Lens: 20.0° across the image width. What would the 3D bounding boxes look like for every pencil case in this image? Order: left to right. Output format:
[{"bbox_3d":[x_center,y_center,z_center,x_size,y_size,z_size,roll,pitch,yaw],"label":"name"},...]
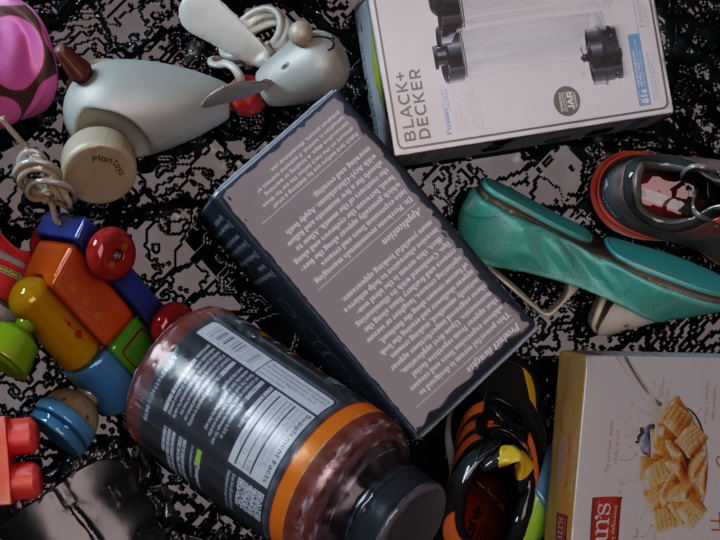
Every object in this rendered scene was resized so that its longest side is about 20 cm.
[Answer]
[{"bbox_3d":[-0.289,-0.118,1.274,0.199,0.090,0.095,-27,123,-44],"label":"pencil case"}]

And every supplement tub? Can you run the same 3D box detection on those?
[{"bbox_3d":[-0.044,0.112,1.260,0.199,0.107,0.107,32,81,28],"label":"supplement tub"}]

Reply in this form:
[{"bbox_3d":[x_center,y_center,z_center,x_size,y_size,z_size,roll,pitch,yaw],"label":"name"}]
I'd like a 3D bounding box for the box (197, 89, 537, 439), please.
[{"bbox_3d":[0.000,0.000,1.323,0.107,0.148,0.200,-41,93,-9],"label":"box"}]

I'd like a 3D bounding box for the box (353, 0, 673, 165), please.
[{"bbox_3d":[0.103,-0.142,1.392,0.198,0.060,0.118,-8,87,-9],"label":"box"}]

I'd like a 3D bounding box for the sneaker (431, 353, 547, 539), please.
[{"bbox_3d":[0.090,0.123,1.296,0.070,0.090,0.201,27,51,-8],"label":"sneaker"}]

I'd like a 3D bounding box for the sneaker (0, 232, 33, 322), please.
[{"bbox_3d":[-0.287,-0.043,1.331,0.200,0.077,0.085,44,61,-5],"label":"sneaker"}]

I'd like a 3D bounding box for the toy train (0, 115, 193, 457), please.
[{"bbox_3d":[-0.200,0.015,1.277,0.116,0.084,0.200,-54,125,-23],"label":"toy train"}]

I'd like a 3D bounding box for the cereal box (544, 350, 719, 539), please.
[{"bbox_3d":[0.218,0.127,1.368,0.198,0.039,0.145,1,95,-27],"label":"cereal box"}]

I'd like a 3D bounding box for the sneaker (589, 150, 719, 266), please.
[{"bbox_3d":[0.259,-0.038,1.399,0.198,0.082,0.078,7,85,-8],"label":"sneaker"}]

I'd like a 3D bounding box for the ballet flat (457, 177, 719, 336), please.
[{"bbox_3d":[0.154,0.004,1.397,0.198,0.067,0.071,22,108,-7],"label":"ballet flat"}]

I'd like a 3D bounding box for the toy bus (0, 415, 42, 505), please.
[{"bbox_3d":[-0.294,0.096,1.263,0.190,0.136,0.202,-9,86,1],"label":"toy bus"}]

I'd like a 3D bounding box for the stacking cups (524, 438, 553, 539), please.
[{"bbox_3d":[0.128,0.140,1.383,0.200,0.060,0.061,-40,93,-13],"label":"stacking cups"}]

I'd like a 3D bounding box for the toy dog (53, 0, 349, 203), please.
[{"bbox_3d":[-0.117,-0.129,1.311,0.199,0.132,0.097,-32,134,-9],"label":"toy dog"}]

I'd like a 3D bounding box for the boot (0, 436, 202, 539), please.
[{"bbox_3d":[-0.186,0.217,1.319,0.198,0.073,0.163,-34,94,-16],"label":"boot"}]
